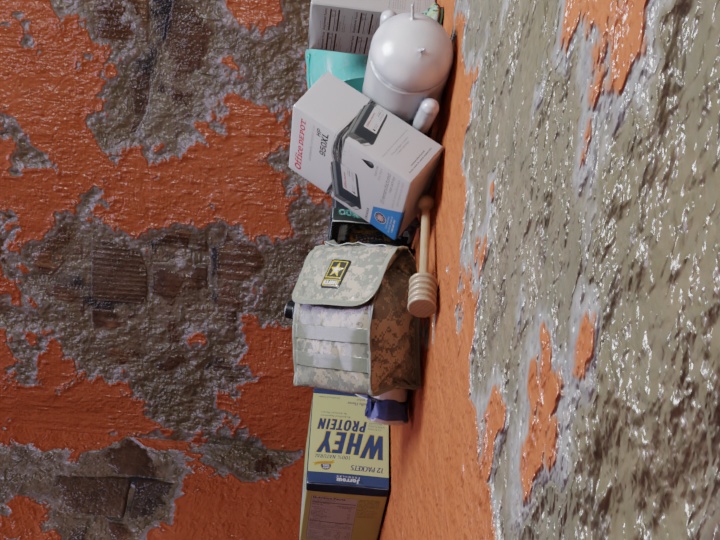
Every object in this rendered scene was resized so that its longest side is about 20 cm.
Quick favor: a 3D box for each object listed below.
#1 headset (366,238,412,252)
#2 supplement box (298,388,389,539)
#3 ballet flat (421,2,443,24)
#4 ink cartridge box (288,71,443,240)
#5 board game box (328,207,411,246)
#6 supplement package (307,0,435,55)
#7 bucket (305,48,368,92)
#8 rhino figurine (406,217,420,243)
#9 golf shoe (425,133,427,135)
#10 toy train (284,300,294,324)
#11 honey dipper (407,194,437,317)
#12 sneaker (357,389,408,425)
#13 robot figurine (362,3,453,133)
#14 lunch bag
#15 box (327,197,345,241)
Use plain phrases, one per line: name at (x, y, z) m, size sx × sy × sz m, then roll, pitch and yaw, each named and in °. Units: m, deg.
headset at (0.000, 0.000, 1.472) m, size 0.124 × 0.094 × 0.199 m, roll -50°, pitch -14°, yaw 31°
supplement box at (-0.029, 0.342, 1.643) m, size 0.201 × 0.133 × 0.201 m, roll -89°, pitch 6°, yaw -46°
ballet flat at (0.074, -0.319, 1.481) m, size 0.075 × 0.073 × 0.201 m, roll -90°, pitch 10°, yaw -50°
ink cartridge box at (0.001, -0.158, 1.343) m, size 0.084 × 0.199 × 0.145 m, roll -48°, pitch -15°, yaw -28°
board game box at (0.011, -0.034, 1.589) m, size 0.201 × 0.134 × 0.028 m, roll 104°, pitch 171°, yaw -60°
supplement package at (0.020, -0.473, 1.594) m, size 0.147 × 0.198 × 0.193 m, roll 110°, pitch 166°, yaw -73°
bucket at (-0.003, -0.350, 1.797) m, size 0.208 × 0.205 × 0.136 m, roll 102°, pitch 166°, yaw -58°
rhino figurine at (0.043, -0.134, 1.450) m, size 0.060 × 0.087 × 0.202 m, roll -36°, pitch -68°, yaw -45°
golf shoe at (0.064, -0.180, 1.491) m, size 0.098 × 0.077 × 0.202 m, roll -102°, pitch 14°, yaw -51°
toy train at (-0.031, 0.076, 1.696) m, size 0.114 × 0.198 × 0.086 m, roll -62°, pitch -20°, yaw -60°
honey dipper at (0.084, -0.028, 1.265) m, size 0.038 × 0.038 × 0.201 m, roll 100°, pitch 177°, yaw -49°
sneaker at (0.040, 0.145, 1.426) m, size 0.199 × 0.080 × 0.117 m, roll -132°, pitch 52°, yaw -76°
robot figurine at (0.064, -0.269, 1.310) m, size 0.200 × 0.112 × 0.171 m, roll 104°, pitch 143°, yaw -66°
lunch bag at (-0.008, 0.060, 1.304) m, size 0.163 × 0.117 × 0.203 m, roll 1°, pitch 92°, yaw 44°
box at (-0.003, -0.060, 1.886) m, size 0.201 × 0.122 × 0.200 m, roll -94°, pitch 9°, yaw -57°
